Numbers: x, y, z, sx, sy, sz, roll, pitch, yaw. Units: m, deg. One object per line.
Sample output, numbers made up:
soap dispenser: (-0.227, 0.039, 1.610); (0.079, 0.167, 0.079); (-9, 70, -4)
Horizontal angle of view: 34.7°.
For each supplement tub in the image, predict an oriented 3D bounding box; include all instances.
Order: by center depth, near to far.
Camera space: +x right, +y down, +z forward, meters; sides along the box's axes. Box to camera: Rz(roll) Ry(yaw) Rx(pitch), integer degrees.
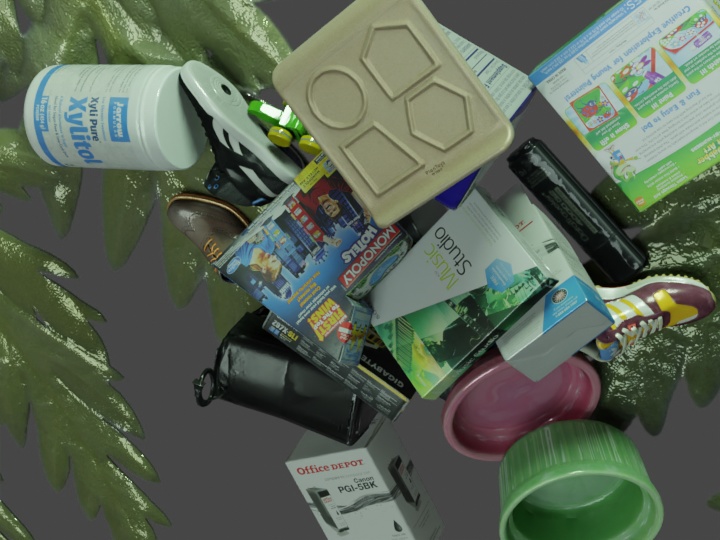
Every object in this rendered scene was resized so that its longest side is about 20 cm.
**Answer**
supplement tub: (-0.306, -0.192, 1.446); (0.199, 0.132, 0.132); (4, 119, 24)

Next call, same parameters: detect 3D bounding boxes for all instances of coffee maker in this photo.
coffee maker: (-0.080, 0.148, 1.496); (0.199, 0.192, 0.135); (16, 137, 18)

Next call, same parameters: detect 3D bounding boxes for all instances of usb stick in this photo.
usb stick: (0.248, -0.067, 1.317); (0.200, 0.033, 0.055); (46, 133, -5)

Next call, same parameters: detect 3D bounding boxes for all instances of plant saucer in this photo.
plant saucer: (0.192, 0.153, 1.410); (0.200, 0.051, 0.201); (-9, 136, -9)

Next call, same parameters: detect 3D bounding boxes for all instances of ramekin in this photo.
ramekin: (0.265, 0.276, 1.427); (0.199, 0.098, 0.200); (-2, 131, -2)

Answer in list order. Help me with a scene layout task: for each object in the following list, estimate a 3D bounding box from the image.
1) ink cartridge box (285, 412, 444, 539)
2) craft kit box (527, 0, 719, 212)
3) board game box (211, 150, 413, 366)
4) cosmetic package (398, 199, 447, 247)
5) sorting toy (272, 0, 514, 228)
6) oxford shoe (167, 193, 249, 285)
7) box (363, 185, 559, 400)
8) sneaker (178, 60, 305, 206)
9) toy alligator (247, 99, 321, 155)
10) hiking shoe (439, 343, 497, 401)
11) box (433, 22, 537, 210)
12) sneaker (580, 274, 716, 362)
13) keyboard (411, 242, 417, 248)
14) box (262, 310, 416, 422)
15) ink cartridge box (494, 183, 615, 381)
ink cartridge box: (0.006, 0.314, 1.619); (0.146, 0.083, 0.200); (-16, 110, 33)
craft kit box: (0.314, -0.191, 1.208); (0.200, 0.049, 0.198); (-35, 97, 36)
board game box: (-0.036, -0.001, 1.314); (0.200, 0.062, 0.200); (-44, 69, 11)
cosmetic package: (0.050, -0.043, 1.392); (0.107, 0.090, 0.200); (-21, 110, 37)
sorting toy: (0.031, -0.165, 1.138); (0.185, 0.036, 0.200); (-32, 96, 34)
oxford shoe: (-0.177, -0.032, 1.512); (0.200, 0.073, 0.071); (31, 127, 7)
box: (0.104, 0.025, 1.278); (0.200, 0.036, 0.144); (-47, 59, 21)
sneaker: (-0.174, -0.154, 1.422); (0.112, 0.073, 0.200); (-35, 109, 29)
toy alligator: (-0.041, -0.164, 1.387); (0.199, 0.059, 0.054); (17, 163, 17)
hiking shoe: (0.161, 0.105, 1.442); (0.087, 0.074, 0.200); (31, 135, -8)
box: (0.066, -0.183, 1.241); (0.200, 0.184, 0.105); (31, 124, 6)
sneaker: (0.302, 0.063, 1.310); (0.199, 0.090, 0.075); (-6, 139, 20)
keyboard: (0.000, 0.000, 1.381); (0.199, 0.040, 0.104); (16, 102, 21)
box: (0.000, 0.074, 1.436); (0.200, 0.160, 0.049); (36, 126, 4)
ink cartridge box: (0.190, 0.010, 1.311); (0.116, 0.200, 0.068); (-39, 134, 19)
